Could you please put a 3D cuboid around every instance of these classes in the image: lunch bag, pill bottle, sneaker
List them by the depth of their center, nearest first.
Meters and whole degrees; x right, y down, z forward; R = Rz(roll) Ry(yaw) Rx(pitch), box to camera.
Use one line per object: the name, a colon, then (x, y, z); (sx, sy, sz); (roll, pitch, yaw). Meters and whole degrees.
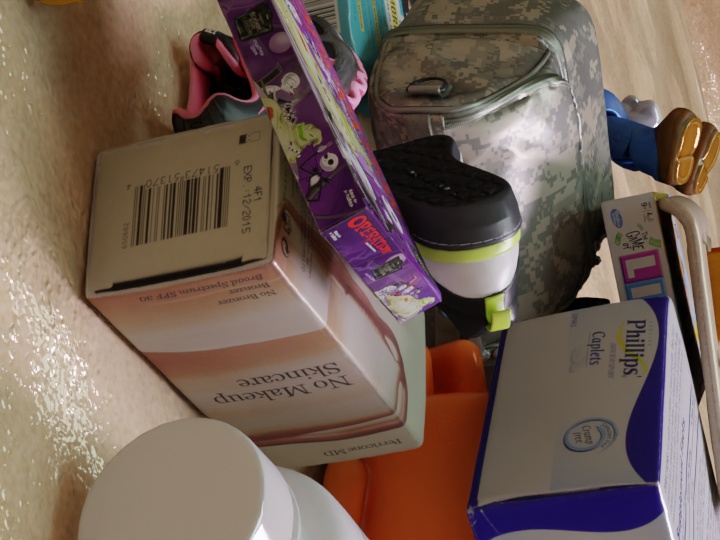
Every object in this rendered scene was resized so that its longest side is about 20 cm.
pill bottle: (-0.043, 0.155, 0.856); (0.200, 0.114, 0.115); (57, 29, -48)
sneaker: (0.034, -0.015, 0.980); (0.200, 0.071, 0.083); (-127, -155, -70)
sneaker: (-0.056, -0.104, 1.043); (0.096, 0.079, 0.200); (57, 25, -25)
lunch bag: (0.075, -0.057, 1.183); (0.168, 0.139, 0.201); (-53, 141, -50)

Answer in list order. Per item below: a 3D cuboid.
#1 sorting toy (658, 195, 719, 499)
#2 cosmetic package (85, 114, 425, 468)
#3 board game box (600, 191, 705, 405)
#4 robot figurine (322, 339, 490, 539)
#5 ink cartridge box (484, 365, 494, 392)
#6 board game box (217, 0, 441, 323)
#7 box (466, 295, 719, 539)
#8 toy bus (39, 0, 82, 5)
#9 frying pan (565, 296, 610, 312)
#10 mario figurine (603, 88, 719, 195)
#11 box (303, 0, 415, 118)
sorting toy: (0.230, 0.049, 1.187); (0.185, 0.036, 0.201); (-12, 90, -78)
cosmetic package: (-0.046, 0.018, 0.942); (0.200, 0.103, 0.088); (51, 33, -52)
board game box: (0.194, 0.018, 1.218); (0.200, 0.034, 0.135); (-11, 89, -78)
robot figurine: (0.041, 0.144, 1.113); (0.144, 0.116, 0.201); (23, 59, -71)
ink cartridge box: (0.132, 0.148, 1.285); (0.200, 0.144, 0.145); (69, 19, -55)
board game box: (-0.026, -0.082, 0.881); (0.201, 0.032, 0.120); (66, 4, 26)
box: (0.142, 0.150, 1.056); (0.184, 0.104, 0.201); (-72, 149, -58)
toy bus: (-0.127, -0.191, 0.879); (0.201, 0.065, 0.079); (-79, 153, -49)
frying pan: (0.123, 0.030, 1.304); (0.115, 0.189, 0.031); (-12, 97, -49)
mario figurine: (0.147, -0.121, 1.288); (0.106, 0.199, 0.124); (-56, 150, -30)
box: (0.004, -0.156, 1.265); (0.200, 0.049, 0.083); (14, 66, -70)
